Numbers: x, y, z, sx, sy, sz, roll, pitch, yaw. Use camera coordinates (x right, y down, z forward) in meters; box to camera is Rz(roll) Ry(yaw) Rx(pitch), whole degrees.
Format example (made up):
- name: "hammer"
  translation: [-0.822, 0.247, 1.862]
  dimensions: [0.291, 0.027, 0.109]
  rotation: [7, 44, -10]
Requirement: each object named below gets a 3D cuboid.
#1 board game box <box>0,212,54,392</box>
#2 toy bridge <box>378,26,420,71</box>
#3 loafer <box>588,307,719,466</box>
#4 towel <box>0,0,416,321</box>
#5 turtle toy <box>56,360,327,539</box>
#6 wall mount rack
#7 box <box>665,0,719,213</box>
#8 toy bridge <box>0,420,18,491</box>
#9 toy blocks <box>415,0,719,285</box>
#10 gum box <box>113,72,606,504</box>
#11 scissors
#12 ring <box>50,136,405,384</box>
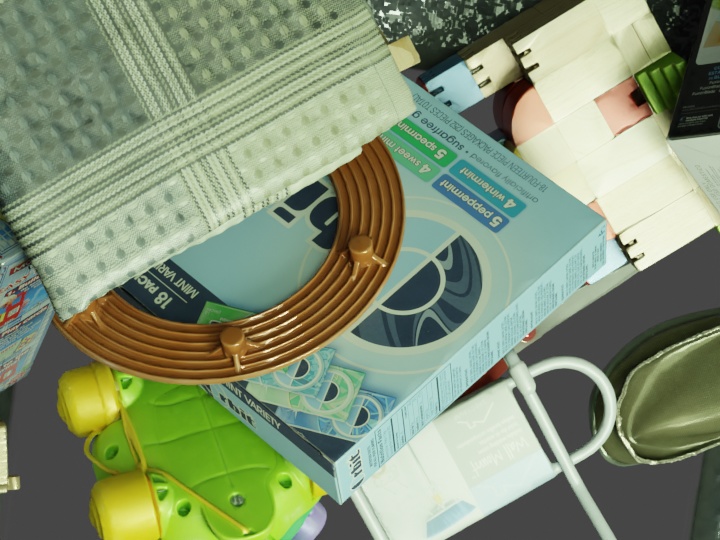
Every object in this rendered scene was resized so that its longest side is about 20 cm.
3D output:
- name: "board game box"
  translation: [-0.208, -0.037, 1.140]
  dimensions: [0.062, 0.200, 0.200]
  rotation: [-34, 93, -30]
- name: "toy bridge"
  translation: [-0.033, -0.191, 1.254]
  dimensions: [0.027, 0.067, 0.201]
  rotation: [-30, 95, -11]
- name: "loafer"
  translation: [0.223, 0.054, 1.345]
  dimensions: [0.199, 0.070, 0.075]
  rotation: [-26, 101, -12]
- name: "towel"
  translation: [-0.095, -0.107, 1.057]
  dimensions: [0.200, 0.035, 0.193]
  rotation: [-30, 99, -15]
- name: "turtle toy"
  translation: [-0.072, 0.119, 1.228]
  dimensions: [0.145, 0.200, 0.101]
  rotation: [-13, 141, -11]
- name: "wall mount rack"
  translation: [0.069, 0.141, 1.291]
  dimensions: [0.199, 0.075, 0.174]
  rotation: [-29, 102, 1]
- name: "box"
  translation: [0.239, -0.120, 1.279]
  dimensions: [0.117, 0.060, 0.201]
  rotation: [45, 53, -40]
- name: "toy bridge"
  translation: [-0.278, 0.117, 1.223]
  dimensions: [0.199, 0.027, 0.068]
  rotation: [-2, 95, -15]
- name: "toy blocks"
  translation: [0.120, -0.070, 1.303]
  dimensions: [0.136, 0.100, 0.200]
  rotation: [-31, 107, 1]
- name: "gum box"
  translation: [0.000, 0.000, 1.220]
  dimensions: [0.170, 0.045, 0.200]
  rotation: [37, 65, 27]
- name: "scissors"
  translation: [0.081, 0.036, 1.332]
  dimensions: [0.200, 0.014, 0.073]
  rotation: [-44, 102, -7]
- name: "ring"
  translation: [-0.076, -0.028, 1.210]
  dimensions: [0.199, 0.019, 0.201]
  rotation: [-3, 54, 4]
